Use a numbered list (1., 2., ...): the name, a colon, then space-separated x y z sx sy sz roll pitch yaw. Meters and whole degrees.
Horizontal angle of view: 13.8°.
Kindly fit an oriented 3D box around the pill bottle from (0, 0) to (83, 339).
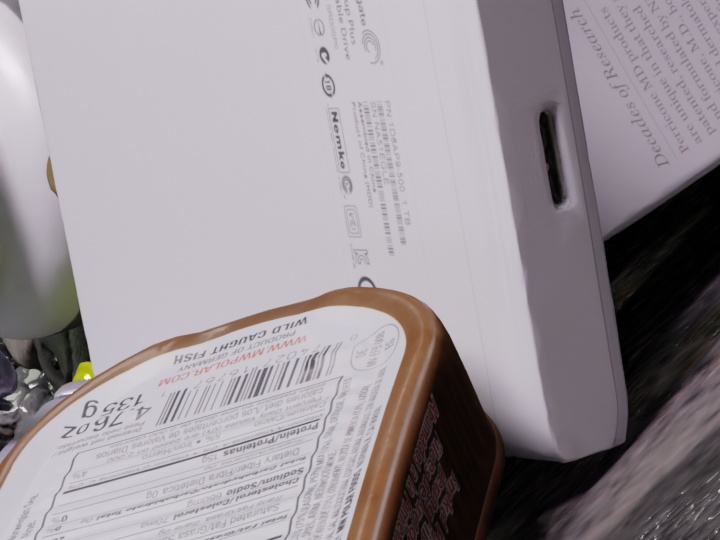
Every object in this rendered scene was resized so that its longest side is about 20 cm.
1. pill bottle: -0.084 -0.043 0.963 0.200 0.114 0.114 -18 -11 -34

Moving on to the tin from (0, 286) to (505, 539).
1. tin: -0.035 0.064 0.600 0.112 0.042 0.200 -21 21 19

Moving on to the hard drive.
1. hard drive: -0.016 -0.026 0.725 0.027 0.132 0.200 -16 10 -34

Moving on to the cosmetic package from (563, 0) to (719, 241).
1. cosmetic package: 0.067 -0.055 0.806 0.200 0.074 0.102 -35 5 -32

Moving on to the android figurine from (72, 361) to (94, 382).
1. android figurine: 0.000 0.000 0.945 0.200 0.041 0.182 -18 -12 -38

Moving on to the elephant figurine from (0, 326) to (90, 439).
1. elephant figurine: -0.081 0.011 1.089 0.142 0.155 0.200 -48 -14 -7

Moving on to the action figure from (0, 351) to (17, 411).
1. action figure: -0.169 0.078 0.839 0.200 0.102 0.119 -62 -5 36

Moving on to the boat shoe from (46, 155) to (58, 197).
1. boat shoe: -0.012 -0.065 0.904 0.072 0.066 0.201 11 46 39

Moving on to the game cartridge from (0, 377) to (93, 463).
1. game cartridge: -0.036 0.055 0.777 0.129 0.038 0.200 -7 11 9
